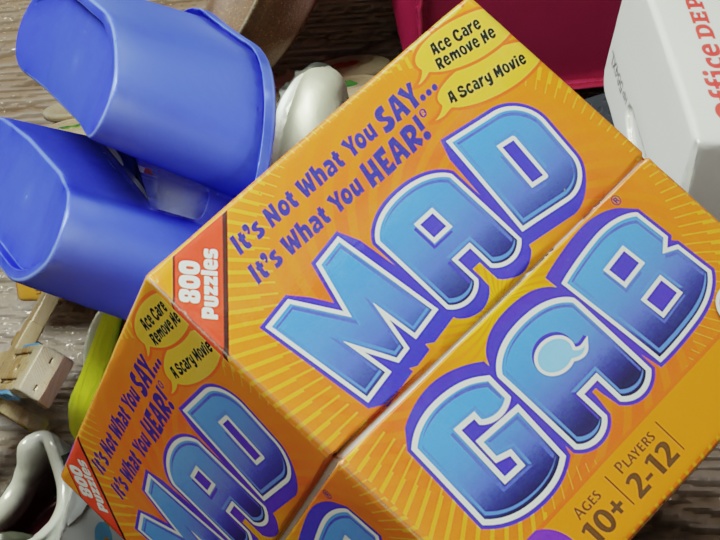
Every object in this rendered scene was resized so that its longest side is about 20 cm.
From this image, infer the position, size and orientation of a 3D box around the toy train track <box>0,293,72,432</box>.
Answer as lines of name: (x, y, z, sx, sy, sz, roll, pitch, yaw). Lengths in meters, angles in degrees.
toy train track: (-0.159, 0.056, 1.279, 0.115, 0.033, 0.200, -61, 10, -9)

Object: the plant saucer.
plant saucer: (-0.038, -0.181, 1.416, 0.037, 0.200, 0.201, 22, 47, -13)

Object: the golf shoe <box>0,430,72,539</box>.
golf shoe: (-0.173, 0.168, 1.211, 0.077, 0.088, 0.200, 3, 51, 22)

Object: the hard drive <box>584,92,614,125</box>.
hard drive: (0.158, -0.019, 1.291, 0.135, 0.042, 0.200, -18, 43, 4)

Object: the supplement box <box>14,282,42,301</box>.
supplement box: (-0.086, -0.029, 1.370, 0.200, 0.069, 0.067, -6, 16, 18)

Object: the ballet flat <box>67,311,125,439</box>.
ballet flat: (-0.101, 0.003, 1.310, 0.067, 0.067, 0.200, 27, 98, 57)

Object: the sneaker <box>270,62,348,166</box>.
sneaker: (0.000, 0.000, 1.267, 0.093, 0.070, 0.200, 3, 89, 14)

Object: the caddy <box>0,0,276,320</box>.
caddy: (-0.102, -0.052, 1.198, 0.142, 0.105, 0.200, -69, 26, 11)

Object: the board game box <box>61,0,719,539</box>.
board game box: (0.028, 0.055, 1.090, 0.200, 0.200, 0.200, 43, 59, 7)

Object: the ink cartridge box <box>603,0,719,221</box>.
ink cartridge box: (0.231, -0.077, 1.242, 0.200, 0.084, 0.146, -1, 43, -10)

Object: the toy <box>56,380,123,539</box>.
toy: (-0.122, 0.162, 1.181, 0.047, 0.115, 0.200, -11, 44, 30)

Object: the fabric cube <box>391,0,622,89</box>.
fabric cube: (0.108, -0.228, 1.378, 0.196, 0.200, 0.199, -6, 44, -5)

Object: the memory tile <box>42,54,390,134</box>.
memory tile: (-0.081, -0.084, 1.409, 0.200, 0.017, 0.153, -9, 16, 5)
